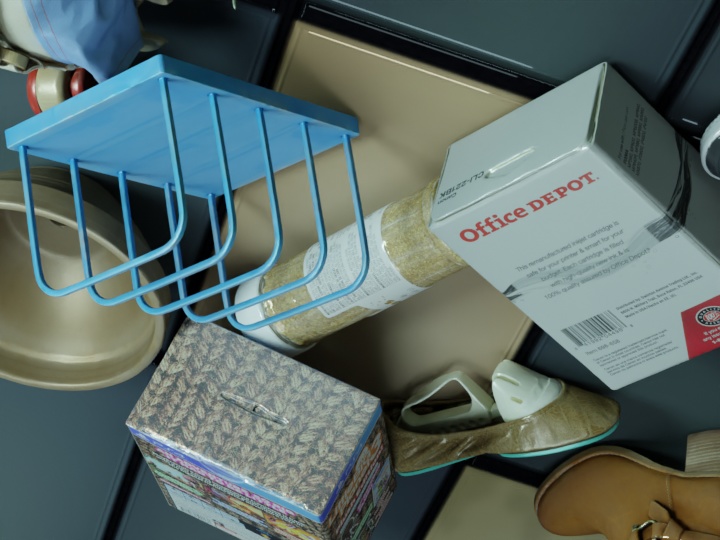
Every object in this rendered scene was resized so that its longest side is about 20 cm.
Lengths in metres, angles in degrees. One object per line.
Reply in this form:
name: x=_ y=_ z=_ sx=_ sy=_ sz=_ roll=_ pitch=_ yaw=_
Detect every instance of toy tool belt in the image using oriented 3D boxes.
toy tool belt: x=-0.179 y=-0.170 z=1.279 sx=0.123 sy=0.125 sz=0.200 roll=3 pitch=138 yaw=26

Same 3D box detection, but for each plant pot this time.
plant pot: x=-0.228 y=-0.010 z=1.490 sx=0.201 sy=0.093 sz=0.201 roll=8 pitch=139 yaw=7

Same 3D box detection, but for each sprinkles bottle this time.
sprinkles bottle: x=0.000 y=0.000 z=1.458 sx=0.200 sy=0.068 sz=0.068 roll=-27 pitch=124 yaw=37

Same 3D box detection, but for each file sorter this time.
file sorter: x=-0.105 y=-0.042 z=1.337 sx=0.139 sy=0.123 sz=0.200 roll=-22 pitch=159 yaw=33

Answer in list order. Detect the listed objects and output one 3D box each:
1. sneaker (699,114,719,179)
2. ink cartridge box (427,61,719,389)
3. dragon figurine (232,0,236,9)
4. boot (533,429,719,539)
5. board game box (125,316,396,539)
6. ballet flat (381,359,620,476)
sneaker: x=0.308 y=-0.059 z=1.274 sx=0.200 sy=0.114 sz=0.076 roll=-4 pitch=135 yaw=19
ink cartridge box: x=0.166 y=-0.026 z=1.372 sx=0.144 sy=0.084 sz=0.200 roll=-27 pitch=126 yaw=38
dragon figurine: x=-0.076 y=-0.191 z=1.217 sx=0.059 sy=0.200 sz=0.099 roll=0 pitch=111 yaw=-14
boot: x=0.213 y=0.212 z=1.567 sx=0.200 sy=0.155 sz=0.077 roll=-14 pitch=132 yaw=28
board game box: x=-0.069 y=0.139 z=1.536 sx=0.159 sy=0.097 sz=0.200 roll=24 pitch=160 yaw=14
ballet flat: x=0.097 y=0.107 z=1.564 sx=0.200 sy=0.068 sz=0.072 roll=-12 pitch=114 yaw=32
